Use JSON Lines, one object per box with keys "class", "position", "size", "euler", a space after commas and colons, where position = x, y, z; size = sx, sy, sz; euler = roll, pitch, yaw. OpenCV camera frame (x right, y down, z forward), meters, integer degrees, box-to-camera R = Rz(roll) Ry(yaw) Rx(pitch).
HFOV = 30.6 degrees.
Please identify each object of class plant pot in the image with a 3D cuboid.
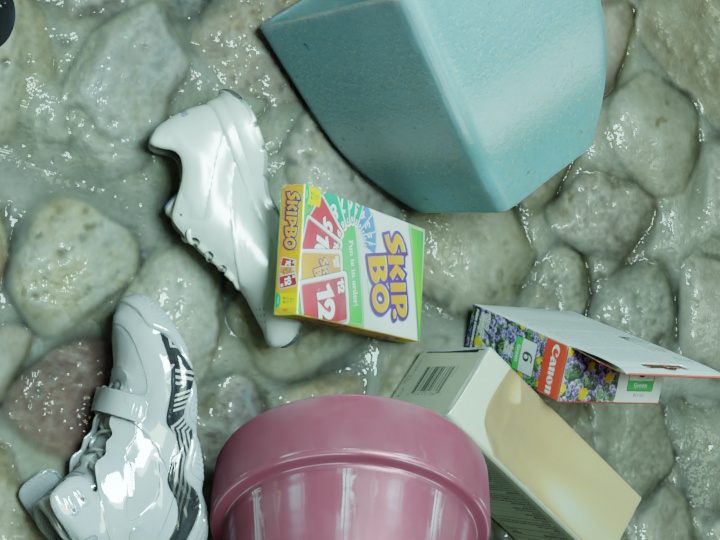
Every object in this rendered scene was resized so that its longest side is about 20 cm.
{"class": "plant pot", "position": [-0.009, 0.213, 0.903], "size": [0.200, 0.200, 0.179], "euler": [29, 40, -25]}
{"class": "plant pot", "position": [0.080, -0.157, 1.051], "size": [0.196, 0.196, 0.200], "euler": [-37, 113, -29]}

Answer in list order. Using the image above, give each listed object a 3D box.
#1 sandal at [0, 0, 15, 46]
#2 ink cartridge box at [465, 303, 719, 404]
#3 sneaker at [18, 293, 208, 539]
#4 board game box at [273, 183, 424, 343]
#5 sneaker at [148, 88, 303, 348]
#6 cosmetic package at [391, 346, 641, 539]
{"class": "sandal", "position": [-0.329, -0.199, 0.883], "size": [0.200, 0.043, 0.076], "euler": [8, 80, -31]}
{"class": "ink cartridge box", "position": [0.185, 0.076, 1.071], "size": [0.109, 0.200, 0.050], "euler": [5, 101, -31]}
{"class": "sneaker", "position": [-0.175, 0.120, 0.919], "size": [0.115, 0.075, 0.200], "euler": [-9, 92, -35]}
{"class": "board game box", "position": [0.000, 0.000, 1.022], "size": [0.200, 0.030, 0.096], "euler": [18, 73, -60]}
{"class": "sneaker", "position": [-0.099, -0.032, 1.000], "size": [0.087, 0.075, 0.200], "euler": [-21, 93, -14]}
{"class": "cosmetic package", "position": [0.125, 0.153, 1.084], "size": [0.200, 0.105, 0.071], "euler": [45, 65, -21]}
